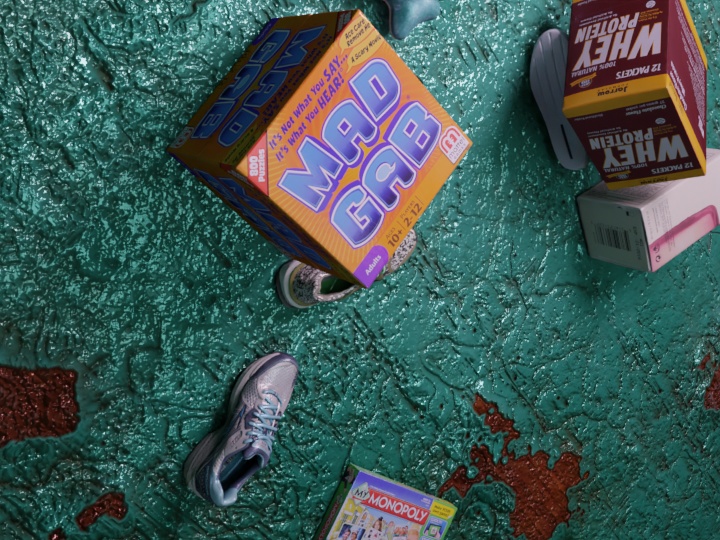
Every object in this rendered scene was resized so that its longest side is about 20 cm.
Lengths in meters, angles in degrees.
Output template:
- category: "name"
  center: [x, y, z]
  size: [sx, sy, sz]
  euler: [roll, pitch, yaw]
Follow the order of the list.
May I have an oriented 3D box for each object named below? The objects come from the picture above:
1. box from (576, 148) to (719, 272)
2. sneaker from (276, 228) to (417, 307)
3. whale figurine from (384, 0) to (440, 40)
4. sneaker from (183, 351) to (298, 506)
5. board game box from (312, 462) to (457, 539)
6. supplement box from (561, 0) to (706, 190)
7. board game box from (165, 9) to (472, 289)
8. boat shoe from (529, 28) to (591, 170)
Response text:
- category: "box"
  center: [0.448, -0.098, 1.313]
  size: [0.200, 0.128, 0.109]
  euler: [-30, 116, -23]
- category: "sneaker"
  center: [0.000, 0.000, 1.073]
  size: [0.199, 0.088, 0.077]
  euler: [-27, 114, -25]
- category: "whale figurine"
  center: [0.042, -0.372, 1.006]
  size: [0.159, 0.104, 0.201]
  euler: [-36, 118, -21]
- category: "sneaker"
  center: [-0.125, 0.194, 1.040]
  size: [0.078, 0.086, 0.201]
  euler: [36, 81, -34]
- category: "board game box"
  center: [0.034, 0.362, 1.215]
  size: [0.200, 0.029, 0.135]
  euler: [29, 86, -34]
- category: "supplement box"
  center: [0.372, -0.249, 1.160]
  size: [0.197, 0.132, 0.201]
  euler: [41, 51, -46]
- category: "board game box"
  center: [-0.047, -0.134, 0.946]
  size: [0.200, 0.200, 0.200]
  euler: [43, 78, -32]
- category: "boat shoe"
  center: [0.291, -0.244, 1.224]
  size: [0.071, 0.072, 0.201]
  euler: [-38, 121, -44]
